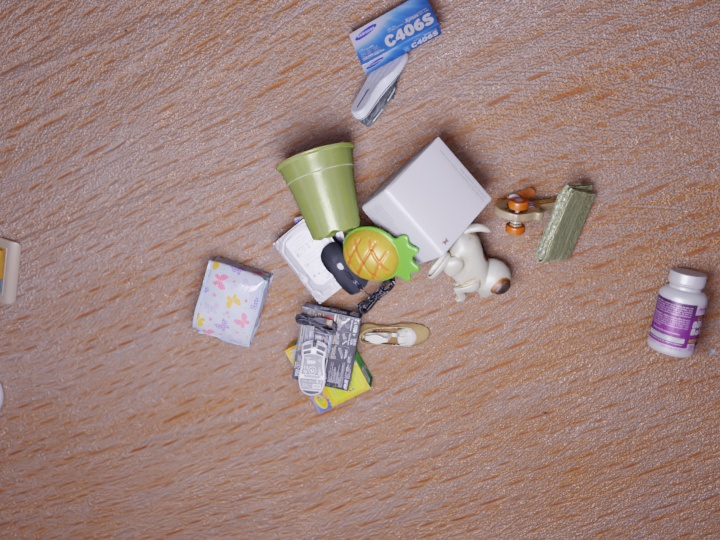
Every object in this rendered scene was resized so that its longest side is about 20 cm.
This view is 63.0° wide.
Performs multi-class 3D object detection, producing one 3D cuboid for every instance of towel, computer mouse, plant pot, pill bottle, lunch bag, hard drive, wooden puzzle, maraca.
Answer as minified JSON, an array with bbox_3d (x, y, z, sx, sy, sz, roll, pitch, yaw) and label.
[{"bbox_3d":[0.495,-0.114,1.422,0.036,0.147,0.204,32,116,41],"label":"towel"},{"bbox_3d":[0.000,0.000,1.466,0.139,0.046,0.201,-36,101,3],"label":"computer mouse"},{"bbox_3d":[-0.080,-0.179,1.402,0.196,0.200,0.194,-17,91,10],"label":"plant pot"},{"bbox_3d":[-0.119,0.213,1.485,0.107,0.044,0.205,6,97,1],"label":"computer mouse"},{"bbox_3d":[0.789,0.102,1.455,0.110,0.112,0.204,6,106,4],"label":"pill bottle"},{"bbox_3d":[-0.341,0.084,1.556,0.166,0.127,0.204,17,96,-2],"label":"lunch bag"},{"bbox_3d":[-0.112,-0.033,1.506,0.139,0.038,0.201,-35,100,13],"label":"hard drive"},{"bbox_3d":[-1.056,-0.016,1.642,0.196,0.037,0.189,16,105,1],"label":"wooden puzzle"},{"bbox_3d":[0.046,-0.036,1.383,0.196,0.107,0.140,8,123,26],"label":"maraca"}]

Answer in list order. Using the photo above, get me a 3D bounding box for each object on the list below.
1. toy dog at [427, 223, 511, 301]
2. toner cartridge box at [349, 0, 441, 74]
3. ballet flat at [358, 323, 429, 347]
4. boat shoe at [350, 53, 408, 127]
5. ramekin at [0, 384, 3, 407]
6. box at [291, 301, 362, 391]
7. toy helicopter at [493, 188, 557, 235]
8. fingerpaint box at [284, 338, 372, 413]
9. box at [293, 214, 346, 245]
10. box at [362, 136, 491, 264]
[{"bbox_3d":[0.285,-0.014,1.468,0.198,0.140,0.195,34,110,-16],"label":"toy dog"},{"bbox_3d":[0.080,-0.550,1.367,0.197,0.043,0.096,-26,71,11],"label":"toner cartridge box"},{"bbox_3d":[0.087,0.179,1.569,0.195,0.063,0.070,-1,105,5],"label":"ballet flat"},{"bbox_3d":[0.052,-0.436,1.408,0.201,0.072,0.071,-53,139,-1],"label":"boat shoe"},{"bbox_3d":[-1.170,0.371,1.725,0.198,0.094,0.207,1,105,5],"label":"ramekin"},{"bbox_3d":[-0.087,0.197,1.523,0.154,0.050,0.204,10,103,4],"label":"box"},{"bbox_3d":[0.415,-0.157,1.434,0.196,0.133,0.080,-9,118,-16],"label":"toy helicopter"},{"bbox_3d":[-0.084,0.257,1.600,0.165,0.073,0.202,-28,98,11],"label":"fingerpaint box"},{"bbox_3d":[-0.089,-0.059,1.536,0.117,0.042,0.204,-15,101,9],"label":"box"},{"bbox_3d":[0.152,-0.157,1.383,0.199,0.171,0.200,47,72,-7],"label":"box"}]
